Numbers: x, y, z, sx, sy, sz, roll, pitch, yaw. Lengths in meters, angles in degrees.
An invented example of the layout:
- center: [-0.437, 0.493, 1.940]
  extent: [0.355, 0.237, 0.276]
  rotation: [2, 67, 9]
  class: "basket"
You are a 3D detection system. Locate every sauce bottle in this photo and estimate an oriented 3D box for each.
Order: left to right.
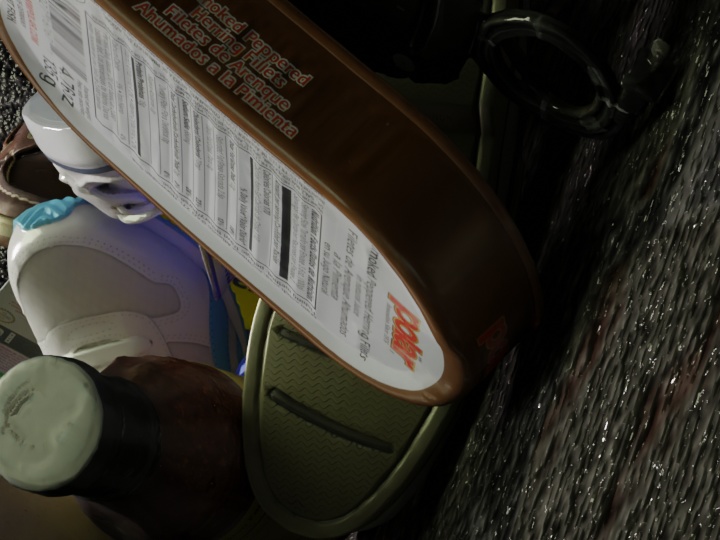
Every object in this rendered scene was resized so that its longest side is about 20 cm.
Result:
- center: [-0.058, 0.060, 0.836]
  extent: [0.200, 0.066, 0.066]
  rotation: [29, -100, -65]
  class: "sauce bottle"

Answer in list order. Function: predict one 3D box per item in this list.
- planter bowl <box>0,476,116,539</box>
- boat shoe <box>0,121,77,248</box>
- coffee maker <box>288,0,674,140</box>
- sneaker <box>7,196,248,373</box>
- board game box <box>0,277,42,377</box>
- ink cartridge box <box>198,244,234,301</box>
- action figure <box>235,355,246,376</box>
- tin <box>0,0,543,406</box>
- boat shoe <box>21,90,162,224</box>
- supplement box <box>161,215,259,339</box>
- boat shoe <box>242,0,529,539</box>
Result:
- center: [-0.097, 0.177, 0.869]
  extent: [0.200, 0.134, 0.201]
  rotation: [-159, 90, -83]
  class: "planter bowl"
- center: [-0.130, -0.050, 1.148]
  extent: [0.200, 0.072, 0.072]
  rotation: [-71, 0, -79]
  class: "boat shoe"
- center: [0.038, -0.160, 0.743]
  extent: [0.200, 0.192, 0.135]
  rotation: [-53, 10, -26]
  class: "coffee maker"
- center: [-0.080, 0.058, 1.018]
  extent: [0.081, 0.076, 0.200]
  rotation: [-78, -33, -52]
  class: "sneaker"
- center: [-0.128, 0.090, 1.148]
  extent: [0.064, 0.147, 0.200]
  rotation: [-65, -5, 33]
  class: "board game box"
- center: [-0.008, -0.091, 0.916]
  extent: [0.200, 0.043, 0.198]
  rotation: [-53, -5, -9]
  class: "ink cartridge box"
- center: [0.000, 0.000, 0.974]
  extent: [0.201, 0.052, 0.065]
  rotation: [-65, 12, 0]
  class: "action figure"
- center: [-0.033, -0.039, 0.736]
  extent: [0.042, 0.200, 0.112]
  rotation: [-45, -15, -16]
  class: "tin"
- center: [-0.079, -0.052, 0.941]
  extent: [0.200, 0.073, 0.066]
  rotation: [-109, -4, -77]
  class: "boat shoe"
- center: [-0.035, -0.063, 1.171]
  extent: [0.200, 0.108, 0.110]
  rotation: [-77, 10, -45]
  class: "supplement box"
- center: [0.018, -0.013, 0.815]
  extent: [0.068, 0.074, 0.201]
  rotation: [6, -79, -72]
  class: "boat shoe"
